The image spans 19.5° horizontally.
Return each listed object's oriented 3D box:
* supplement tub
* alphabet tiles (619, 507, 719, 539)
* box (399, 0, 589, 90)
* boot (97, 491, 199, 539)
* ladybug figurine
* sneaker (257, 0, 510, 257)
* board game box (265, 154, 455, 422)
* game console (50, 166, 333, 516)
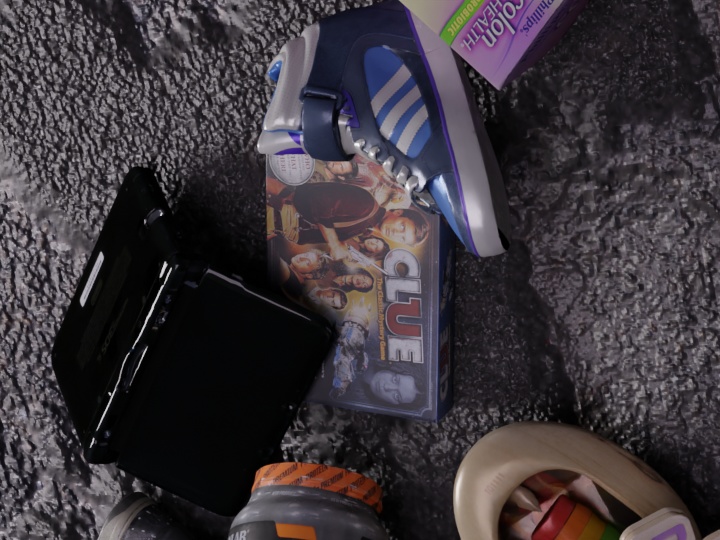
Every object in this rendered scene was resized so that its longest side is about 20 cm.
[{"bbox_3d":[-0.043,0.247,1.494,0.121,0.123,0.202,-4,65,25],"label":"supplement tub"},{"bbox_3d":[0.198,0.254,1.410,0.194,0.015,0.201,-26,121,-8],"label":"alphabet tiles"},{"bbox_3d":[0.078,-0.253,1.314,0.200,0.097,0.176,43,130,7],"label":"box"},{"bbox_3d":[-0.144,0.290,1.623,0.153,0.073,0.205,23,112,21],"label":"boot"},{"bbox_3d":[0.153,0.181,1.442,0.200,0.072,0.136,39,98,-4],"label":"ladybug figurine"},{"bbox_3d":[0.008,-0.080,1.387,0.145,0.081,0.202,-20,68,10],"label":"sneaker"},{"bbox_3d":[0.000,0.000,1.486,0.134,0.035,0.202,7,110,22],"label":"board game box"},{"bbox_3d":[-0.130,0.053,1.549,0.201,0.115,0.176,-62,38,31],"label":"game console"}]
